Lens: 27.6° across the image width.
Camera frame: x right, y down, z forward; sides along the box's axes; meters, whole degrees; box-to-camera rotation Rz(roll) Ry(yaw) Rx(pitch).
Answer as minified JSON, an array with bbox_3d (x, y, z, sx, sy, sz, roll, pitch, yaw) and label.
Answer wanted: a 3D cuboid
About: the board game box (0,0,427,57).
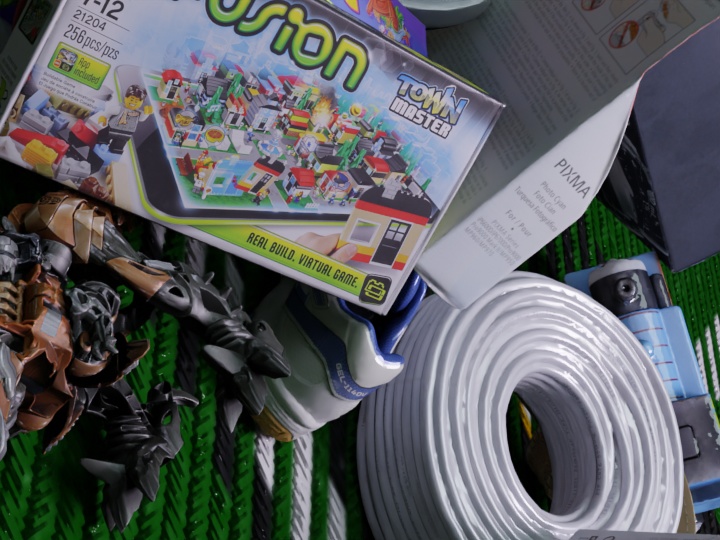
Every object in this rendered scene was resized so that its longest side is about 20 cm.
[{"bbox_3d":[-0.080,-0.117,0.641,0.200,0.134,0.045,36,41,-44],"label":"board game box"}]

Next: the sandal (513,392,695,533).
[{"bbox_3d":[0.138,0.108,0.933,0.212,0.077,0.070,59,-15,14],"label":"sandal"}]

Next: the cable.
[{"bbox_3d":[0.091,0.101,0.798,0.200,0.069,0.201,40,52,-22],"label":"cable"}]

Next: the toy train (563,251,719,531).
[{"bbox_3d":[0.195,0.081,0.998,0.114,0.086,0.201,70,7,-73],"label":"toy train"}]

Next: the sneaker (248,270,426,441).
[{"bbox_3d":[0.000,0.000,0.746,0.075,0.088,0.201,47,33,-30],"label":"sneaker"}]

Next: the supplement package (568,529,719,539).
[{"bbox_3d":[0.107,0.226,0.670,0.200,0.109,0.114,-42,108,-33],"label":"supplement package"}]

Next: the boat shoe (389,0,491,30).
[{"bbox_3d":[-0.035,-0.141,0.712,0.199,0.070,0.071,1,65,-16],"label":"boat shoe"}]

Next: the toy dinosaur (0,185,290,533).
[{"bbox_3d":[-0.103,0.013,0.561,0.136,0.102,0.200,42,46,-13],"label":"toy dinosaur"}]

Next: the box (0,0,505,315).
[{"bbox_3d":[-0.045,-0.064,0.599,0.199,0.111,0.035,23,13,-34],"label":"box"}]

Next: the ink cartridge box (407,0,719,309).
[{"bbox_3d":[0.090,-0.098,0.705,0.047,0.200,0.160,43,16,-36],"label":"ink cartridge box"}]

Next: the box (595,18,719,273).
[{"bbox_3d":[0.211,-0.142,1.051,0.201,0.123,0.197,68,-7,-32],"label":"box"}]
